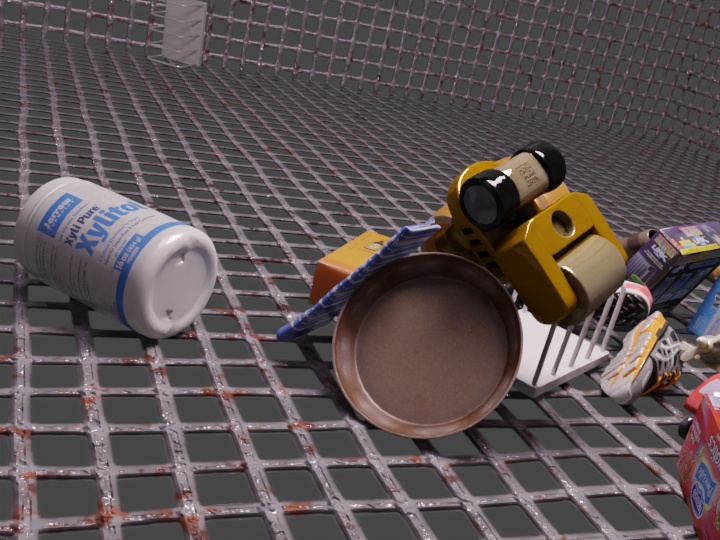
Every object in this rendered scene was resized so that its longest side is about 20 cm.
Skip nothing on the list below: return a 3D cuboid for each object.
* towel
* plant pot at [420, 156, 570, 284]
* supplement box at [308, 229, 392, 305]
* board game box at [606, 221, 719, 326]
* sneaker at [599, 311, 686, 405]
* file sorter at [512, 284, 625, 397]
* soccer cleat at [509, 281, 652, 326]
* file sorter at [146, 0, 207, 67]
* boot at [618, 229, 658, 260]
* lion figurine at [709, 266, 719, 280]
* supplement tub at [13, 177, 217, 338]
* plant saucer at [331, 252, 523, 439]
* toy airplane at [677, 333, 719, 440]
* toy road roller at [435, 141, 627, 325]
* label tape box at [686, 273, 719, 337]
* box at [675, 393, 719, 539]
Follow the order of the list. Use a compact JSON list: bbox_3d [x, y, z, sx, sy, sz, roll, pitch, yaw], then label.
[{"bbox_3d":[-0.002,0.008,0.961,0.024,0.200,0.145,52,18,7],"label":"towel"},{"bbox_3d":[0.198,-0.055,1.279,0.183,0.200,0.200,-24,39,-36],"label":"plant pot"},{"bbox_3d":[0.000,0.000,1.165,0.066,0.069,0.200,20,23,16],"label":"supplement box"},{"bbox_3d":[0.468,0.004,1.287,0.200,0.165,0.057,-7,51,-44],"label":"board game box"},{"bbox_3d":[0.370,0.120,1.064,0.077,0.078,0.200,49,40,6],"label":"sneaker"},{"bbox_3d":[0.226,0.053,1.057,0.139,0.125,0.200,29,25,34],"label":"file sorter"},{"bbox_3d":[0.318,0.038,1.213,0.200,0.068,0.073,5,20,25],"label":"soccer cleat"},{"bbox_3d":[-0.579,-0.744,2.611,0.139,0.200,0.125,18,25,14],"label":"file sorter"},{"bbox_3d":[0.431,-0.030,1.400,0.200,0.070,0.146,10,-24,-26],"label":"boot"},{"bbox_3d":[0.690,-0.008,1.623,0.122,0.073,0.200,-14,16,-27],"label":"lion figurine"},{"bbox_3d":[-0.275,-0.016,0.946,0.200,0.132,0.132,22,22,24],"label":"supplement tub"},{"bbox_3d":[0.070,0.079,0.873,0.200,0.200,0.034,22,-14,24],"label":"plant saucer"},{"bbox_3d":[0.471,0.142,0.960,0.200,0.141,0.199,17,19,13],"label":"toy airplane"},{"bbox_3d":[0.174,-0.029,0.915,0.123,0.146,0.200,-32,85,-36],"label":"toy road roller"},{"bbox_3d":[0.571,0.062,1.217,0.063,0.144,0.200,23,10,-36],"label":"label tape box"},{"bbox_3d":[0.374,0.210,0.786,0.100,0.096,0.200,14,20,5],"label":"box"}]
